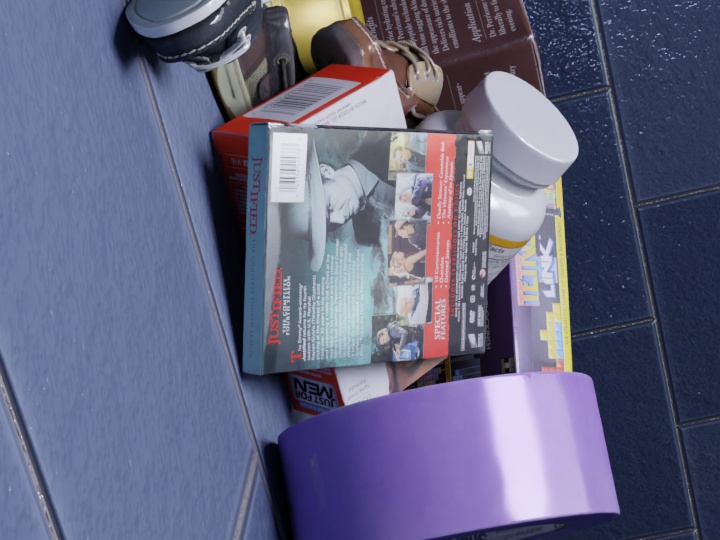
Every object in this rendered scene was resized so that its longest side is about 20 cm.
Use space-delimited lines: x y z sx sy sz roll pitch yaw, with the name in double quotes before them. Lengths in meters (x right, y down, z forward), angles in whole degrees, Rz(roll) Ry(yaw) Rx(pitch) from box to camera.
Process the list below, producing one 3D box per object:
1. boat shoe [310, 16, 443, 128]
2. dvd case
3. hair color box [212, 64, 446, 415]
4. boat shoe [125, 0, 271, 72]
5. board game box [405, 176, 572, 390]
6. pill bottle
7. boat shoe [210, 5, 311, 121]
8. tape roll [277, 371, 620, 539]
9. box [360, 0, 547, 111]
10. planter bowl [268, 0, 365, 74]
"boat shoe" 0.018 -0.133 1.156 0.076 0.071 0.200 54 -1 16
"dvd case" 0.009 -0.015 1.018 0.199 0.022 0.148 -3 97 -46
"hair color box" -0.012 -0.017 1.060 0.110 0.064 0.202 -33 121 -34
"boat shoe" -0.080 -0.143 0.907 0.200 0.075 0.061 -83 153 -66
"board game box" 0.090 -0.008 1.278 0.165 0.056 0.203 -19 -109 61
"pill bottle" 0.060 -0.040 1.165 0.112 0.200 0.113 28 33 -21
"boat shoe" -0.047 -0.101 1.110 0.202 0.065 0.072 64 19 -52
"tape roll" 0.052 0.126 1.004 0.200 0.197 0.086 51 29 -74
"box" 0.052 -0.168 1.413 0.165 0.197 0.167 69 8 -49
"planter bowl" -0.042 -0.186 1.226 0.200 0.082 0.203 -12 90 -82
